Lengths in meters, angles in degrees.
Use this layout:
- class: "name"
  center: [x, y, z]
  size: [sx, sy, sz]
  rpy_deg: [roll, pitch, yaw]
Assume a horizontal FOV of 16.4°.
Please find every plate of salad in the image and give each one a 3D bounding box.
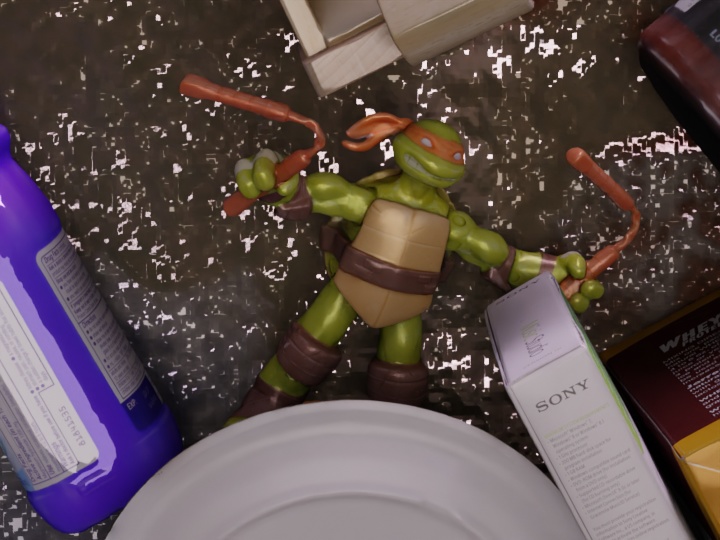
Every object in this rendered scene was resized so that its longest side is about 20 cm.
- class: "plate of salad"
  center: [-0.006, 0.134, 0.950]
  size: [0.199, 0.048, 0.201]
  rpy_deg: [-1, 115, -3]

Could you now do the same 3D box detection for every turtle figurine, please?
- class: "turtle figurine"
  center: [0.000, 0.000, 1.001]
  size: [0.199, 0.064, 0.162]
  rpy_deg: [16, 107, -21]

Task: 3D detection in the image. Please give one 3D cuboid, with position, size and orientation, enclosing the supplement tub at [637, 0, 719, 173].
- class: "supplement tub"
  center: [0.214, -0.112, 0.979]
  size: [0.200, 0.107, 0.107]
  rpy_deg: [-39, 98, 2]

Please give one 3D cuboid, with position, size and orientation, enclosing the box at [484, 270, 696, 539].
- class: "box"
  center: [0.108, 0.105, 0.928]
  size: [0.036, 0.144, 0.201]
  rpy_deg: [-26, 99, 4]

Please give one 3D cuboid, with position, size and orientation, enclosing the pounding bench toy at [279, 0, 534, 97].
- class: "pounding bench toy"
  center: [0.006, -0.160, 0.879]
  size: [0.124, 0.200, 0.156]
  rpy_deg: [-26, 99, 2]

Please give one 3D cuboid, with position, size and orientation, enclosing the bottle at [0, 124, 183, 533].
- class: "bottle"
  center: [-0.143, 0.004, 0.984]
  size: [0.065, 0.084, 0.200]
  rpy_deg: [-29, 99, 1]

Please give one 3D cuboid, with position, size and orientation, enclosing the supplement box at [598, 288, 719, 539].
- class: "supplement box"
  center: [0.219, 0.060, 0.954]
  size: [0.197, 0.200, 0.133]
  rpy_deg: [-28, 99, 1]
